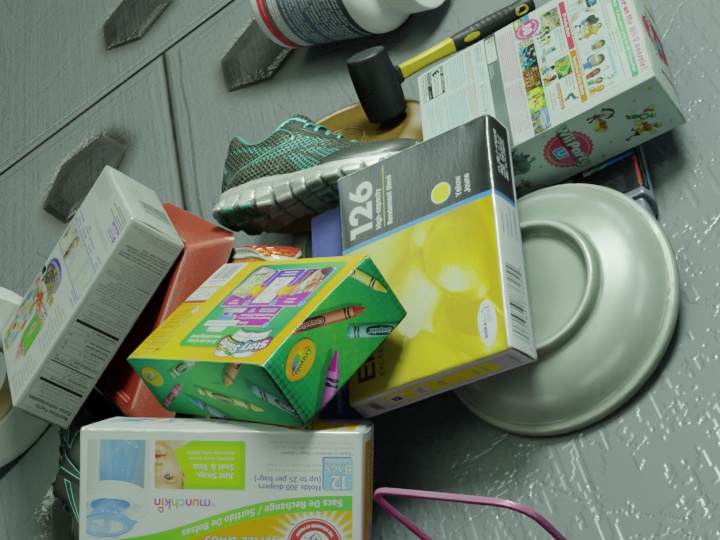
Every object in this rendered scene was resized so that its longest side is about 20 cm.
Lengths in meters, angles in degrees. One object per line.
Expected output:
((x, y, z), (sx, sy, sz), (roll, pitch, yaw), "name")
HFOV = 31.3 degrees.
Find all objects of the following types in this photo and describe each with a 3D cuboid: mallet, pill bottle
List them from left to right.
((-0.009, -0.301, 1.331), (0.199, 0.120, 0.120), (0, 56, 41), "pill bottle")
((0.075, -0.214, 1.185), (0.200, 0.066, 0.041), (-37, 22, -15), "mallet")

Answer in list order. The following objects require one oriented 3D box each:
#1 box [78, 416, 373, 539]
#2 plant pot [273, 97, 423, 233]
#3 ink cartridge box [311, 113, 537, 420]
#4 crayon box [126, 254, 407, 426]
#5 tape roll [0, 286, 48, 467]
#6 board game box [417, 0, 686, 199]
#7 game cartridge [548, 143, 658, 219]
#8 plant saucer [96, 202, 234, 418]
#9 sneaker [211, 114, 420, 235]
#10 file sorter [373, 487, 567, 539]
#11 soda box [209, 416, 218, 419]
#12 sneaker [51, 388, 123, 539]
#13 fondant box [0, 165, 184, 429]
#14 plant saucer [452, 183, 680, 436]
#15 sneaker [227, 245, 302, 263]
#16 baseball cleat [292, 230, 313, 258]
((-0.091, 0.164, 0.916), (0.199, 0.101, 0.113), (0, 88, 4), "box")
((-0.019, -0.106, 1.197), (0.199, 0.028, 0.200), (-23, 29, 13), "plant pot")
((0.031, 0.004, 0.975), (0.199, 0.047, 0.199), (-22, 57, 30), "ink cartridge box")
((-0.074, 0.050, 0.951), (0.119, 0.058, 0.200), (-46, 25, -29), "crayon box")
((-0.387, 0.108, 1.244), (0.203, 0.203, 0.037), (-48, 38, -4), "tape roll")
((0.149, -0.142, 1.047), (0.199, 0.064, 0.148), (-26, 43, 24), "board game box")
((0.169, -0.077, 1.046), (0.129, 0.038, 0.201), (-29, 41, 26), "game cartridge")
((-0.195, 0.040, 1.181), (0.200, 0.037, 0.201), (24, 95, 62), "plant saucer")
((-0.039, -0.096, 1.096), (0.199, 0.078, 0.092), (-10, 67, 21), "sneaker")
((0.050, 0.249, 0.792), (0.138, 0.125, 0.201), (-3, 55, 41), "file sorter")
((-0.092, 0.142, 1.041), (0.068, 0.064, 0.201), (15, 61, 4), "soda box")
((-0.253, 0.171, 1.171), (0.079, 0.075, 0.200), (-44, 38, 5), "sneaker")
((-0.247, 0.021, 1.161), (0.200, 0.058, 0.144), (-55, 29, 9), "fondant box")
((0.134, 0.019, 0.949), (0.199, 0.050, 0.201), (-17, 58, 29), "plant saucer")
((-0.106, 0.017, 1.150), (0.200, 0.073, 0.078), (-179, 93, -72), "sneaker")
((0.000, 0.000, 1.099), (0.106, 0.070, 0.200), (-40, 40, 6), "baseball cleat")
